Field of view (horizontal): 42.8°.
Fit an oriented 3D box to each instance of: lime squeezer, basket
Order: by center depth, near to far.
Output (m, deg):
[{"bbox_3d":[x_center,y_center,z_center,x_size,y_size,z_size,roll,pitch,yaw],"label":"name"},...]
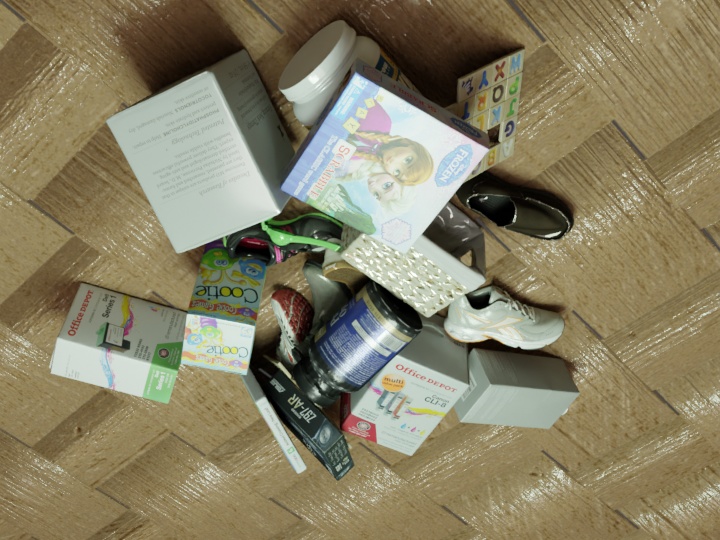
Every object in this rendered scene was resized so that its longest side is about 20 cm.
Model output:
[{"bbox_3d":[-0.121,-0.084,1.354,0.200,0.038,0.071,48,118,7],"label":"lime squeezer"},{"bbox_3d":[0.077,-0.041,1.379,0.199,0.136,0.123,34,125,-21],"label":"basket"}]

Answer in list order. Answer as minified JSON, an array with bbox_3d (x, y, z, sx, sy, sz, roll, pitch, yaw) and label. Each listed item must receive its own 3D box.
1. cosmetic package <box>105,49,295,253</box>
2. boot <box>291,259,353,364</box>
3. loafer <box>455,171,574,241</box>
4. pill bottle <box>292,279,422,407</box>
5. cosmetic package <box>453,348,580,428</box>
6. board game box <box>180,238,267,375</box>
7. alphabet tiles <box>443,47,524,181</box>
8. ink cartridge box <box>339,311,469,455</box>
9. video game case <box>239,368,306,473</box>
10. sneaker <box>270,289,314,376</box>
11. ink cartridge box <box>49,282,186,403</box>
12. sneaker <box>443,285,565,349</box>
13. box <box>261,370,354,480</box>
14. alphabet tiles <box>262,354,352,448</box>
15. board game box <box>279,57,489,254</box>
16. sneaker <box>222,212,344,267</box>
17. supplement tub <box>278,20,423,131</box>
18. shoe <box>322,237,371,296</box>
[{"bbox_3d":[-0.201,-0.164,1.245,0.165,0.168,0.201,-20,108,17],"label":"cosmetic package"},{"bbox_3d":[-0.065,0.091,1.487,0.067,0.131,0.201,18,146,47],"label":"boot"},{"bbox_3d":[0.229,-0.085,1.377,0.198,0.072,0.073,18,127,-11],"label":"loafer"},{"bbox_3d":[-0.009,0.115,1.414,0.112,0.112,0.200,38,108,-25],"label":"pill bottle"},{"bbox_3d":[0.259,0.203,1.561,0.199,0.091,0.107,9,131,-32],"label":"cosmetic package"},{"bbox_3d":[-0.206,0.047,1.419,0.104,0.201,0.104,10,129,-6],"label":"board game box"},{"bbox_3d":[0.151,-0.194,1.247,0.008,0.199,0.168,33,139,35],"label":"alphabet tiles"},{"bbox_3d":[0.073,0.179,1.546,0.144,0.145,0.201,23,125,-15],"label":"ink cartridge box"},{"bbox_3d":[-0.167,0.227,1.570,0.022,0.200,0.183,-30,126,-9],"label":"video game case"},{"bbox_3d":[-0.115,0.122,1.554,0.081,0.078,0.201,-5,122,22],"label":"sneaker"},{"bbox_3d":[-0.392,0.119,1.519,0.198,0.145,0.084,17,127,-10],"label":"ink cartridge box"},{"bbox_3d":[0.239,0.070,1.501,0.198,0.076,0.093,2,124,-1],"label":"sneaker"},{"bbox_3d":[-0.087,0.271,1.584,0.043,0.160,0.200,-42,158,-14],"label":"box"},{"bbox_3d":[-0.092,0.225,1.582,0.006,0.166,0.200,-42,105,-14],"label":"alphabet tiles"},{"bbox_3d":[0.028,-0.139,1.178,0.198,0.041,0.200,26,126,-16],"label":"board game box"},{"bbox_3d":[-0.114,-0.040,1.417,0.198,0.084,0.077,-2,138,3],"label":"sneaker"},{"bbox_3d":[0.001,-0.219,1.235,0.144,0.145,0.200,-34,120,26],"label":"supplement tub"},{"bbox_3d":[0.000,0.000,1.436,0.070,0.054,0.200,-24,155,18],"label":"shoe"}]
